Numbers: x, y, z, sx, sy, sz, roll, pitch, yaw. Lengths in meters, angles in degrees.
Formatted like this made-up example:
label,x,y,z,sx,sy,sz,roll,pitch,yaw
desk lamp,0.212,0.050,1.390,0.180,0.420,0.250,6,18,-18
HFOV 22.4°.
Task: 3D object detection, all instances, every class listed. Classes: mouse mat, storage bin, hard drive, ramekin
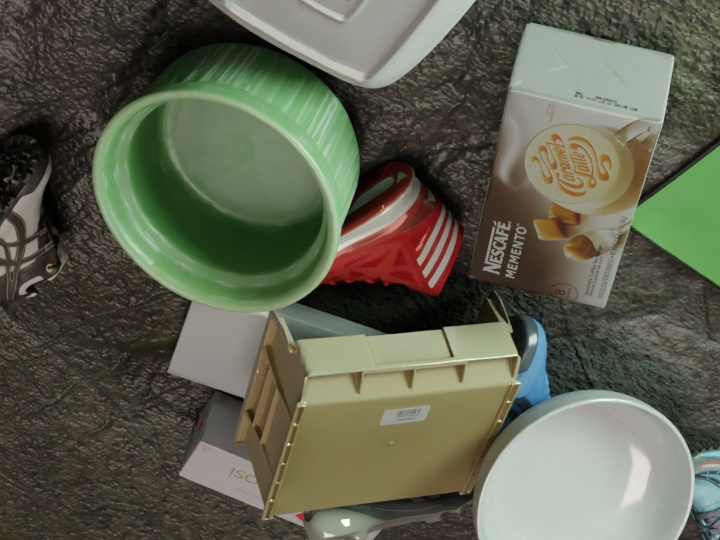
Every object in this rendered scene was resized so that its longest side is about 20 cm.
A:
label,x,y,z,sx,sy,sz,roll,pitch,yaw
mouse mat,0.321,-0.049,1.407,0.160,0.008,0.200,32,136,-19
storage bin,0.013,0.110,1.538,0.198,0.094,0.199,-4,141,-19
hard drive,-0.065,0.079,1.636,0.198,0.027,0.132,18,138,-6
ramekin,-0.096,-0.076,1.399,0.198,0.098,0.201,12,130,14

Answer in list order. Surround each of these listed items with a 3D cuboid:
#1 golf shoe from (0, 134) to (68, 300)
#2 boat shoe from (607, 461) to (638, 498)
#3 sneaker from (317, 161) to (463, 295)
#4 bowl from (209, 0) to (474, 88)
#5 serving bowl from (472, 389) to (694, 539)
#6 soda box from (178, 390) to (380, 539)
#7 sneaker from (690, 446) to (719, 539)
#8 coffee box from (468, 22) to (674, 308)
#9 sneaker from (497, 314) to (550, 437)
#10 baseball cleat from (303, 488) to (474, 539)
label,x,y,z,sx,sy,sz,roll,pitch,yaw
golf shoe,-0.284,-0.042,1.543,0.094,0.078,0.200,12,143,-25
boat shoe,0.170,0.204,1.681,0.066,0.070,0.200,41,132,-17
sneaker,0.000,0.000,1.496,0.199,0.079,0.115,-27,123,38
bowl,-0.011,-0.216,1.267,0.199,0.075,0.200,27,137,-17
serving bowl,0.185,0.186,1.576,0.198,0.066,0.202,-6,115,-13
soda box,-0.066,0.192,1.732,0.199,0.064,0.068,24,138,-11
sneaker,0.350,0.236,1.643,0.079,0.096,0.200,-28,124,36
coffee box,0.155,-0.075,1.367,0.113,0.080,0.201,14,138,4
sneaker,0.142,0.108,1.593,0.078,0.066,0.201,3,139,-12
baseball cleat,0.028,0.190,1.673,0.199,0.107,0.069,-9,178,-45
